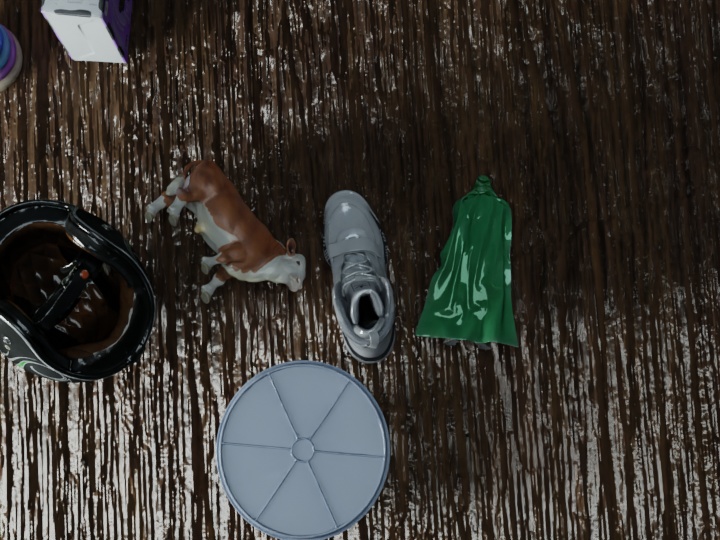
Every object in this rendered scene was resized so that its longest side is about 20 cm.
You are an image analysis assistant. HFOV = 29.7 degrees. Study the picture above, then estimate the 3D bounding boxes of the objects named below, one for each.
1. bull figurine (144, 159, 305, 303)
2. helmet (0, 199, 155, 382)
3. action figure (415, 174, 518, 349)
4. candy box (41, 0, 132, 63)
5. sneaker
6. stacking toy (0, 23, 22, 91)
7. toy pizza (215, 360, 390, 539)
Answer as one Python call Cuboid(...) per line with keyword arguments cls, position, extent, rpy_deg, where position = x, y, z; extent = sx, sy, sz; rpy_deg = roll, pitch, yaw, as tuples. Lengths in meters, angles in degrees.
Cuboid(cls="bull figurine", position=(-0.151, -0.037, 1.547), extent=(0.121, 0.065, 0.201), rpy_deg=(-29, 73, -37))
Cuboid(cls="helmet", position=(-0.328, 0.023, 1.484), extent=(0.198, 0.190, 0.203), rpy_deg=(-9, 107, -31))
Cuboid(cls="action figure", position=(0.133, -0.014, 1.558), extent=(0.116, 0.055, 0.203), rpy_deg=(8, 75, 3))
Cuboid(cls="candy box", position=(-0.303, -0.360, 1.551), extent=(0.070, 0.168, 0.203), rpy_deg=(4, 82, 0))
Cuboid(cls="sneaker", position=(0.000, 0.000, 1.524), extent=(0.074, 0.115, 0.203), rpy_deg=(-10, 82, -2))
Cuboid(cls="stacking toy", position=(-0.443, -0.264, 1.520), extent=(0.084, 0.200, 0.087), rpy_deg=(0, 81, 0))
Cuboid(cls="toy pizza", position=(-0.064, 0.204, 1.537), extent=(0.197, 0.032, 0.204), rpy_deg=(0, 81, 1))
